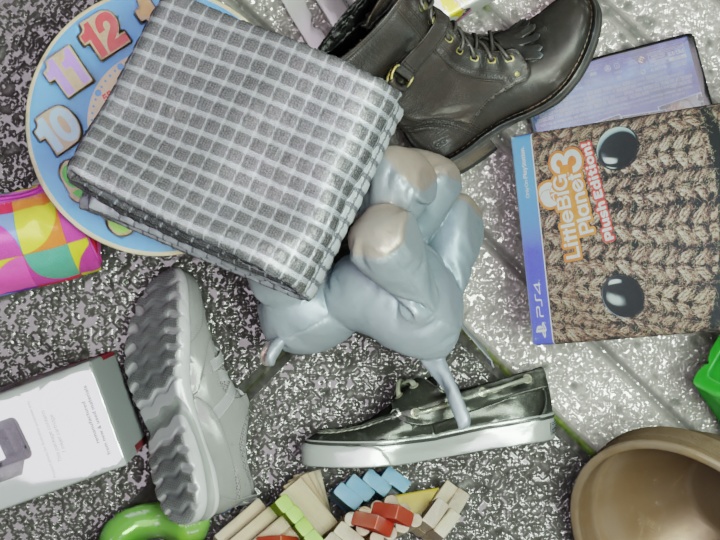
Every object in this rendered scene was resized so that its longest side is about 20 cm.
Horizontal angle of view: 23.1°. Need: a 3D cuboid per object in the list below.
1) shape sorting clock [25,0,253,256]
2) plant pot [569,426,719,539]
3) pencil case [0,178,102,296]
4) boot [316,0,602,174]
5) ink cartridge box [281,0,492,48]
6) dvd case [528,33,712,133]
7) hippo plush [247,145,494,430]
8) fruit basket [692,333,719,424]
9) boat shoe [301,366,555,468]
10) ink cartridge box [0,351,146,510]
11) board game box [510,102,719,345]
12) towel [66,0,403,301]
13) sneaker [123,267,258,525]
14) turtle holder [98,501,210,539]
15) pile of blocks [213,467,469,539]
[{"bbox_3d":[-0.149,-0.110,1.307,0.200,0.039,0.200,0,88,3],"label":"shape sorting clock"},{"bbox_3d":[0.266,0.192,1.330,0.201,0.201,0.093,52,49,1],"label":"plant pot"},{"bbox_3d":[-0.296,-0.020,1.360,0.200,0.088,0.088,-16,89,0],"label":"pencil case"},{"bbox_3d":[0.072,-0.170,1.314,0.200,0.069,0.174,-45,132,6],"label":"boot"},{"bbox_3d":[0.038,-0.240,1.367,0.200,0.067,0.117,-32,90,0],"label":"ink cartridge box"},{"bbox_3d":[0.219,-0.074,1.390,0.143,0.018,0.200,-15,89,0],"label":"dvd case"},{"bbox_3d":[0.000,0.000,1.341,0.161,0.159,0.200,-6,124,27],"label":"hippo plush"},{"bbox_3d":[0.384,0.101,1.325,0.216,0.216,0.156,31,90,0],"label":"fruit basket"},{"bbox_3d":[0.050,0.113,1.367,0.200,0.071,0.064,-8,90,-8],"label":"boat shoe"},{"bbox_3d":[-0.274,0.134,1.326,0.200,0.145,0.083,-20,92,0],"label":"ink cartridge box"},{"bbox_3d":[0.225,-0.034,1.283,0.200,0.097,0.160,-7,89,37],"label":"board game box"},{"bbox_3d":[-0.091,-0.090,1.232,0.200,0.086,0.166,23,84,10],"label":"towel"},{"bbox_3d":[-0.128,0.097,1.374,0.075,0.082,0.200,-19,75,44],"label":"sneaker"},{"bbox_3d":[-0.158,0.273,1.341,0.132,0.186,0.141,2,121,1],"label":"turtle holder"},{"bbox_3d":[-0.010,0.184,1.343,0.200,0.062,0.082,-14,78,-16],"label":"pile of blocks"}]
